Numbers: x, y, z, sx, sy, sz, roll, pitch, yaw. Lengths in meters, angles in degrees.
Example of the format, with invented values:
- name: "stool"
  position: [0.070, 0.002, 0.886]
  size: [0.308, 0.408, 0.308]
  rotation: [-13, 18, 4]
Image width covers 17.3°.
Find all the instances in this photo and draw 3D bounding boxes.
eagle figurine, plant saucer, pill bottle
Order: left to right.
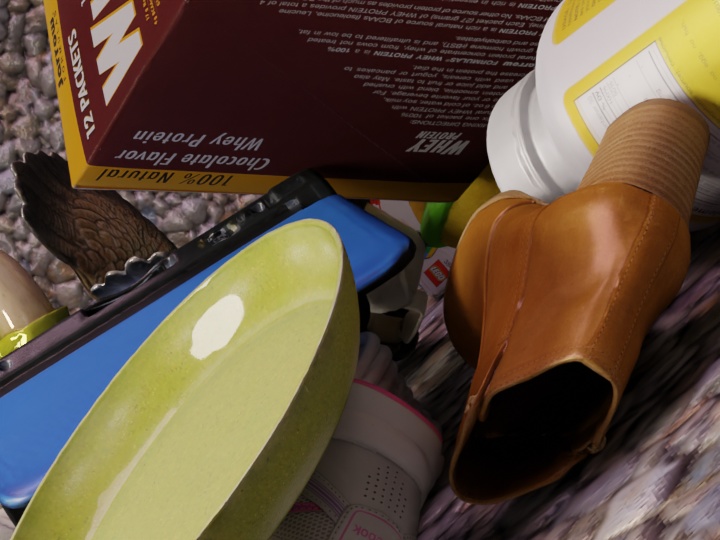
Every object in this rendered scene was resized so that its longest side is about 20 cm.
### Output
- name: "eagle figurine"
  position: [-0.093, 0.039, 1.203]
  size: [0.151, 0.200, 0.151]
  rotation: [0, 29, 9]
- name: "plant saucer"
  position: [-0.062, 0.070, 0.842]
  size: [0.200, 0.031, 0.200]
  rotation: [-45, 19, 20]
- name: "pill bottle"
  position: [0.140, -0.083, 0.926]
  size: [0.200, 0.112, 0.112]
  rotation: [-36, 10, 47]

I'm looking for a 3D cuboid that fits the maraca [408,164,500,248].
- name: "maraca"
  position: [0.090, -0.079, 1.221]
  size: [0.200, 0.107, 0.137]
  rotation: [-37, -17, -52]

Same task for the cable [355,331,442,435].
- name: "cable"
  position: [-0.051, 0.114, 1.012]
  size: [0.200, 0.069, 0.200]
  rotation: [-41, 6, 22]

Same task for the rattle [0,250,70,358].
- name: "rattle"
  position: [-0.225, 0.057, 1.168]
  size: [0.143, 0.130, 0.200]
  rotation: [-41, 42, -21]

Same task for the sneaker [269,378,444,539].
- name: "sneaker"
  position: [-0.049, 0.129, 0.859]
  size: [0.200, 0.081, 0.088]
  rotation: [-51, 15, 29]

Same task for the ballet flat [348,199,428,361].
- name: "ballet flat"
  position: [0.000, 0.000, 1.197]
  size: [0.200, 0.068, 0.068]
  rotation: [70, -150, -71]

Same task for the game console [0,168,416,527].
- name: "game console"
  position: [-0.069, 0.057, 1.038]
  size: [0.200, 0.118, 0.171]
  rotation: [-32, -37, -10]

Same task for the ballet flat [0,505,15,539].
- name: "ballet flat"
  position: [-0.158, 0.138, 1.160]
  size: [0.200, 0.069, 0.063]
  rotation: [16, -87, -65]

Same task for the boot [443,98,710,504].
- name: "boot"
  position: [0.060, 0.032, 0.896]
  size: [0.144, 0.071, 0.201]
  rotation: [-63, 6, -35]

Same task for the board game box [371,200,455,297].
- name: "board game box"
  position: [-0.015, -0.074, 1.392]
  size: [0.035, 0.200, 0.126]
  rotation: [-41, 7, 0]

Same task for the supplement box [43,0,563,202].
- name: "supplement box"
  position: [-0.015, -0.137, 1.038]
  size: [0.197, 0.133, 0.200]
  rotation: [1, -29, -26]
